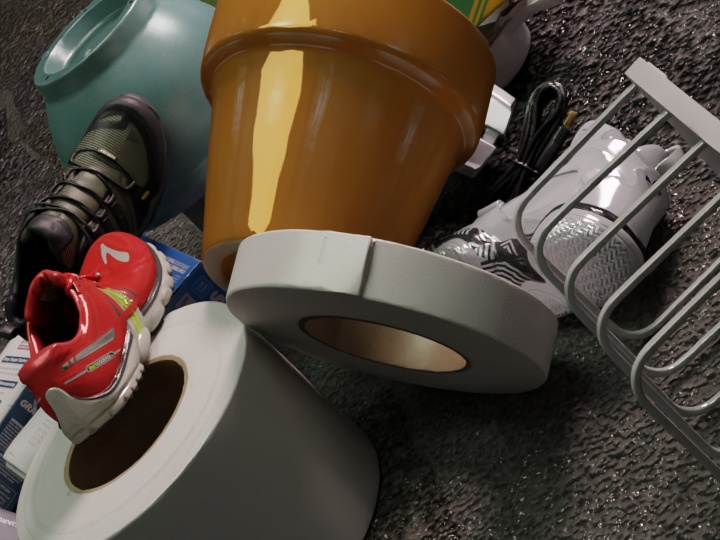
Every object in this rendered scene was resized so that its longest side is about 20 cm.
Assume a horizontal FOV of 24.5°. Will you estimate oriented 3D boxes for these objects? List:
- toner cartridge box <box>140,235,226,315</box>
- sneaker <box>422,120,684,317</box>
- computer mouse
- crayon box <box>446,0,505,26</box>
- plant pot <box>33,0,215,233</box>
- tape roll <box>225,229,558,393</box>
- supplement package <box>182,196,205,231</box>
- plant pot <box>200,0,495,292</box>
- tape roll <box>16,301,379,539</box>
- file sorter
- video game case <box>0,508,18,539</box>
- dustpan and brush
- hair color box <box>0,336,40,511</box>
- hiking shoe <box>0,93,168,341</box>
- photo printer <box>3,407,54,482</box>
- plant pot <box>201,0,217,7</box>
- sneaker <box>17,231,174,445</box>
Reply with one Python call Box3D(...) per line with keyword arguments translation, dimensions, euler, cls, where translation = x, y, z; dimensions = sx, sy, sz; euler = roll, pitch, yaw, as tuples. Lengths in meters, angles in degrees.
Box3D(translation=(-0.176, 0.024, 1.282), dimensions=(0.095, 0.043, 0.200), euler=(-52, 27, -10), cls="toner cartridge box")
Box3D(translation=(0.122, -0.027, 1.063), dimensions=(0.199, 0.075, 0.115), euler=(-13, 33, 53), cls="sneaker")
Box3D(translation=(0.076, -0.106, 1.213), dimensions=(0.200, 0.044, 0.110), euler=(34, 97, 56), cls="computer mouse")
Box3D(translation=(0.062, -0.207, 1.292), dimensions=(0.200, 0.051, 0.127), euler=(-44, 12, -13), cls="crayon box")
Box3D(translation=(-0.175, -0.147, 1.328), dimensions=(0.199, 0.134, 0.201), euler=(-33, 28, 20), cls="plant pot")
Box3D(translation=(0.018, 0.028, 0.988), dimensions=(0.202, 0.202, 0.037), euler=(-4, 67, 52), cls="tape roll")
Box3D(translation=(-0.059, -0.072, 1.329), dimensions=(0.114, 0.110, 0.199), euler=(-53, 28, -15), cls="supplement package")
Box3D(translation=(-0.023, -0.072, 1.103), dimensions=(0.199, 0.199, 0.185), euler=(-13, 55, 46), cls="plant pot")
Box3D(translation=(-0.106, 0.140, 1.075), dimensions=(0.202, 0.139, 0.204), euler=(-33, 29, 21), cls="tape roll")
Box3D(translation=(0.181, 0.005, 0.864), dimensions=(0.124, 0.139, 0.200), euler=(-44, 27, 8), cls="file sorter")
Box3D(translation=(-0.218, 0.252, 1.088), dimensions=(0.201, 0.142, 0.019), euler=(-82, 16, -50), cls="video game case")
Box3D(translation=(0.105, -0.184, 1.307), dimensions=(0.199, 0.057, 0.140), euler=(-16, 39, 44), cls="dustpan and brush")
Box3D(translation=(-0.311, 0.143, 1.442), dimensions=(0.100, 0.061, 0.201), euler=(0, 52, 54), cls="hair color box")
Box3D(translation=(-0.200, -0.035, 1.208), dimensions=(0.101, 0.075, 0.202), euler=(19, -87, -86), cls="hiking shoe")
Box3D(translation=(-0.179, 0.104, 1.301), dimensions=(0.201, 0.069, 0.166), euler=(-52, 28, -14), cls="photo printer")
Box3D(translation=(-0.053, -0.237, 1.467), dimensions=(0.199, 0.184, 0.201), euler=(-33, 30, 22), cls="plant pot")
Box3D(translation=(-0.179, 0.023, 1.093), dimensions=(0.077, 0.085, 0.201), euler=(-34, 26, 19), cls="sneaker")
